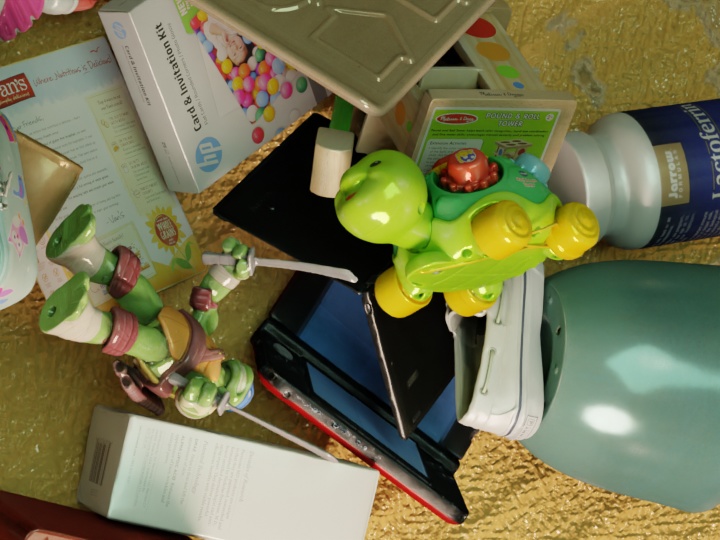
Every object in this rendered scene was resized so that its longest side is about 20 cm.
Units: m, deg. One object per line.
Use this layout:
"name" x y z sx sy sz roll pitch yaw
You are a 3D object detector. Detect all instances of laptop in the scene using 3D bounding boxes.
"laptop" 0.000 0.000 1.721 0.187 0.116 0.200 -48 129 -52

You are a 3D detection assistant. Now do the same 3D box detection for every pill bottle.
"pill bottle" 0.251 -0.078 1.828 0.200 0.116 0.116 -10 86 -23

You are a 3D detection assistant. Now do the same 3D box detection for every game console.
"game console" 0.026 0.077 1.719 0.200 0.172 0.119 37 97 -13

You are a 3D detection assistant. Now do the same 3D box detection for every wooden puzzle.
"wooden puzzle" -0.009 -0.206 1.643 0.185 0.046 0.200 33 54 16

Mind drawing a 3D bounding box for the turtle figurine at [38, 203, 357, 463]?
"turtle figurine" -0.115 0.029 1.549 0.194 0.200 0.144 31 73 -33

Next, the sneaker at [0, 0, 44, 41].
"sneaker" -0.335 -0.186 1.635 0.200 0.088 0.081 -26 133 -7

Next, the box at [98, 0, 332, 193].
"box" -0.094 -0.176 1.692 0.200 0.041 0.156 -38 122 -34

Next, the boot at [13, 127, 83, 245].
"boot" -0.316 -0.026 1.572 0.175 0.066 0.200 28 92 4

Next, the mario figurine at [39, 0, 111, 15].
"mario figurine" -0.180 -0.235 1.680 0.200 0.106 0.123 34 35 -22

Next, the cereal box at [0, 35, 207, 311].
"cereal box" -0.208 -0.067 1.654 0.144 0.040 0.200 -25 91 -50

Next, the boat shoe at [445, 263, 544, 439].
"boat shoe" 0.100 0.033 1.708 0.067 0.074 0.200 11 53 -23

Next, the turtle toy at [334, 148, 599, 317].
"turtle toy" 0.067 -0.037 1.598 0.200 0.146 0.101 1 65 -45

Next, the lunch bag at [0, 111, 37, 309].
"lunch bag" -0.321 -0.030 1.500 0.200 0.077 0.160 -14 77 11

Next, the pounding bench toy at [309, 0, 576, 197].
"pounding bench toy" 0.032 -0.126 1.702 0.200 0.124 0.156 -2 40 -25

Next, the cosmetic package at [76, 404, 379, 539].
"cosmetic package" -0.100 0.162 1.651 0.200 0.113 0.081 13 86 -21

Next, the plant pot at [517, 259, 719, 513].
"plant pot" 0.205 0.081 1.740 0.161 0.201 0.201 10 79 -20

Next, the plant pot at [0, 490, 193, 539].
"plant pot" -0.206 0.262 1.563 0.200 0.176 0.200 16 76 -19
